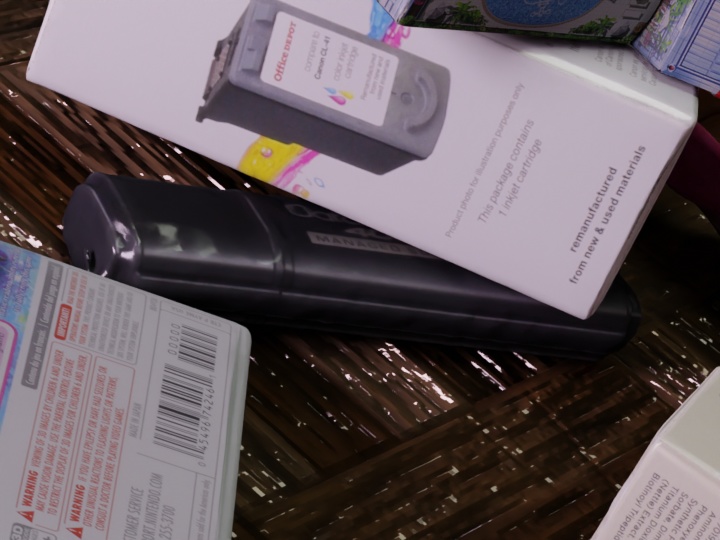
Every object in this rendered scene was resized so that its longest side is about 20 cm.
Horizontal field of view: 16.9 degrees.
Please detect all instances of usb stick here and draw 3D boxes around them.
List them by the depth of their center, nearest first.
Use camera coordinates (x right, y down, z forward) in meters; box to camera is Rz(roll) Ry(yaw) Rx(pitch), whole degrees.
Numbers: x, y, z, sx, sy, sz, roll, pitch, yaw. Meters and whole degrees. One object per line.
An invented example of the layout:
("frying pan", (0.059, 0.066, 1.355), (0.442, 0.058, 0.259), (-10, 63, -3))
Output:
("usb stick", (0.000, 0.000, 0.783), (0.200, 0.033, 0.055), (7, 29, -30))

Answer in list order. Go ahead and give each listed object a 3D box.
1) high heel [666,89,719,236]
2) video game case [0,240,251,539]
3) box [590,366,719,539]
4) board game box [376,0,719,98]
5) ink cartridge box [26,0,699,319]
("high heel", (0.171, -0.035, 0.837), (0.067, 0.200, 0.096), (-48, 119, -23))
("video game case", (-0.121, 0.048, 0.626), (0.182, 0.024, 0.200), (20, 32, -11))
("box", (0.158, 0.117, 0.677), (0.200, 0.082, 0.068), (35, 30, 11))
("board game box", (0.074, -0.123, 0.773), (0.200, 0.062, 0.200), (-1, 37, -39))
("ink cartridge box", (0.009, -0.084, 0.810), (0.200, 0.086, 0.148), (23, 29, -1))
